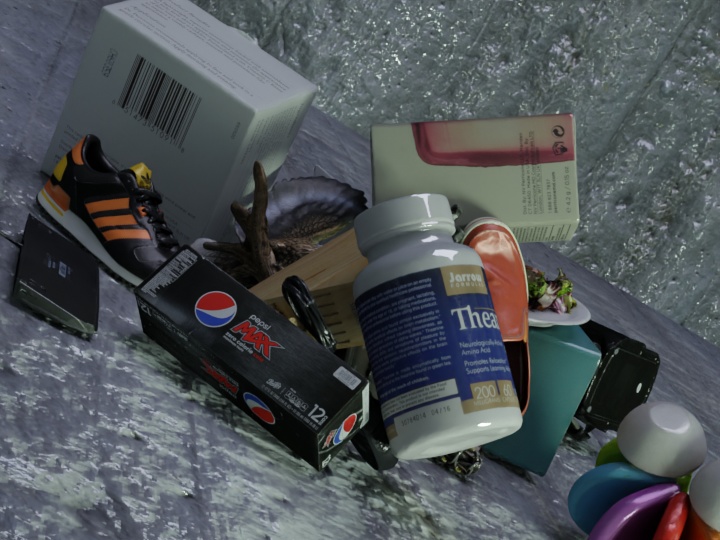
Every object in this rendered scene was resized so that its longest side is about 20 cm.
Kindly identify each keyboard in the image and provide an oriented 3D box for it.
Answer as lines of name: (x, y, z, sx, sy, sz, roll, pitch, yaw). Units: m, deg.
keyboard: (-0.267, -0.008, 1.328, 0.127, 0.021, 0.200, 35, 8, -16)

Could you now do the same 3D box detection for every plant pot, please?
plant pot: (0.115, 0.091, 1.685, 0.199, 0.142, 0.141, 22, 12, -12)

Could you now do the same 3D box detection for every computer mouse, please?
computer mouse: (-0.011, 0.083, 1.340, 0.059, 0.034, 0.201, 33, -28, 55)

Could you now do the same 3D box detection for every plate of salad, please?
plate of salad: (0.140, 0.009, 1.665, 0.199, 0.048, 0.200, 14, 13, -3)

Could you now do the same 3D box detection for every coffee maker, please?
coffee maker: (0.230, 0.090, 1.957, 0.200, 0.135, 0.192, 26, -20, 38)

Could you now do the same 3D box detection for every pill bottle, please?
pill bottle: (0.056, 0.045, 1.337, 0.111, 0.111, 0.201, 13, 60, -62)

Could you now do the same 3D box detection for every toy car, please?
toy car: (0.273, 0.235, 1.493, 0.150, 0.176, 0.200, -24, 48, -33)

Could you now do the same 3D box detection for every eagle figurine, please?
eagle figurine: (-0.061, -0.012, 1.582, 0.151, 0.152, 0.200, 36, 11, 16)

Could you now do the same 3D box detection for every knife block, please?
knife block: (0.000, 0.000, 1.488, 0.176, 0.199, 0.064, -64, 137, -58)

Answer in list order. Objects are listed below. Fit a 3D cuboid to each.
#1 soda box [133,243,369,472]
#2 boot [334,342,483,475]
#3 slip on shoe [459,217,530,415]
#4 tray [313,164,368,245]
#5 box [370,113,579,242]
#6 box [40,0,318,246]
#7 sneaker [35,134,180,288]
soda box: (-0.087, 0.068, 1.308, 0.200, 0.063, 0.071, 37, -25, 20)
boot: (0.044, 0.125, 1.511, 0.174, 0.069, 0.200, 40, 17, 0)
slip on shoe: (0.129, 0.050, 1.535, 0.074, 0.201, 0.061, -4, 5, -14)
tray: (-0.017, -0.007, 1.758, 0.107, 0.022, 0.201, 41, -31, 43)
box: (0.112, -0.086, 1.614, 0.199, 0.110, 0.128, -3, -7, 3)
box: (-0.183, -0.142, 1.644, 0.199, 0.201, 0.131, 35, 29, 14)
sneaker: (-0.207, -0.048, 1.494, 0.200, 0.090, 0.070, 36, 11, 24)
